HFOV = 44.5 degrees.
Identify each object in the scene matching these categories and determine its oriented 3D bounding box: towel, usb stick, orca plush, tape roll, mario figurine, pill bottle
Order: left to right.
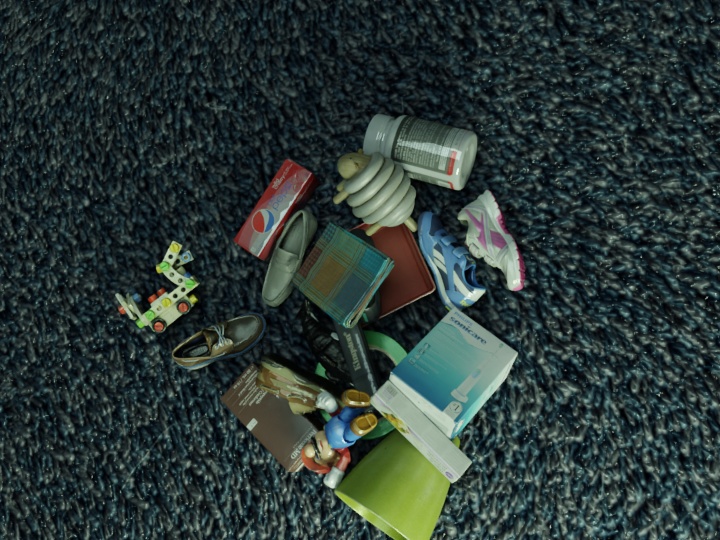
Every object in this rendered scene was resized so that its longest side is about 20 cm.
[{"bbox_3d":[-0.053,0.294,1.534,0.105,0.200,0.124,28,42,-7],"label":"mario figurine"},{"bbox_3d":[-0.052,0.140,1.613,0.105,0.071,0.201,-34,81,18],"label":"orca plush"},{"bbox_3d":[-0.038,0.004,1.604,0.200,0.022,0.147,34,92,47],"label":"towel"},{"bbox_3d":[-0.005,0.153,1.572,0.055,0.032,0.202,-32,68,35],"label":"usb stick"},{"bbox_3d":[0.012,0.216,1.658,0.198,0.048,0.203,-3,78,15],"label":"tape roll"},{"bbox_3d":[0.114,-0.233,1.688,0.198,0.114,0.115,17,83,17],"label":"pill bottle"}]

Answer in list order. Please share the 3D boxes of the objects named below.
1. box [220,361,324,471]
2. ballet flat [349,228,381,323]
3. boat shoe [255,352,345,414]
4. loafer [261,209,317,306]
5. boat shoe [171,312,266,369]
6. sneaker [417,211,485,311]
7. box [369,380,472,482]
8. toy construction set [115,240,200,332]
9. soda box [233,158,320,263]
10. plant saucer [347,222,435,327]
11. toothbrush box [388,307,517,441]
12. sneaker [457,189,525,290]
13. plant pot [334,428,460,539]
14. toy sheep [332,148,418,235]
[{"bbox_3d":[-0.163,0.279,1.681,0.200,0.075,0.100,41,92,17],"label":"box"},{"bbox_3d":[0.000,0.000,1.642,0.072,0.073,0.202,-14,64,12],"label":"ballet flat"},{"bbox_3d":[-0.104,0.226,1.623,0.199,0.076,0.074,28,97,11],"label":"boat shoe"},{"bbox_3d":[-0.147,-0.027,1.740,0.069,0.070,0.202,19,84,18],"label":"loafer"},{"bbox_3d":[-0.281,0.142,1.740,0.199,0.072,0.073,-28,73,8],"label":"boat shoe"},{"bbox_3d":[0.171,-0.024,1.643,0.082,0.074,0.202,-29,79,33],"label":"sneaker"},{"bbox_3d":[0.100,0.273,1.494,0.200,0.039,0.041,43,58,8],"label":"box"},{"bbox_3d":[-0.407,0.046,1.785,0.199,0.092,0.132,-36,96,14],"label":"toy construction set"},{"bbox_3d":[-0.166,-0.120,1.769,0.070,0.063,0.201,32,89,19],"label":"soda box"},{"bbox_3d":[0.026,0.004,1.690,0.199,0.037,0.201,-28,62,9],"label":"plant saucer"},{"bbox_3d":[0.160,0.184,1.555,0.146,0.086,0.200,35,54,18],"label":"toothbrush box"},{"bbox_3d":[0.243,-0.046,1.638,0.088,0.081,0.201,-25,65,10],"label":"sneaker"},{"bbox_3d":[0.084,0.359,1.556,0.186,0.187,0.201,30,72,19],"label":"plant pot"},{"bbox_3d":[0.035,-0.143,1.645,0.200,0.138,0.138,41,91,-20],"label":"toy sheep"}]
